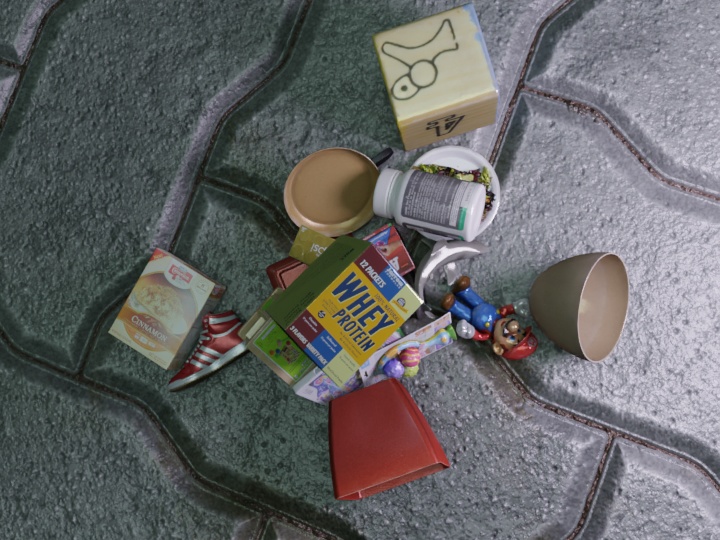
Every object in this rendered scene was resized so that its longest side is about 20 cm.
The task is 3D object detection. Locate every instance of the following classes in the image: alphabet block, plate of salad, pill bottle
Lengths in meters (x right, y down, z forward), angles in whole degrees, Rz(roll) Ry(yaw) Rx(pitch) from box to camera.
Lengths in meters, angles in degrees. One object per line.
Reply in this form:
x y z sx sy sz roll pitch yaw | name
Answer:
0.149 -0.370 1.486 0.198 0.196 0.197 -15 80 7 | alphabet block
0.181 -0.156 1.532 0.198 0.048 0.202 -1 83 8 | plate of salad
0.131 -0.131 1.464 0.198 0.113 0.114 15 86 17 | pill bottle

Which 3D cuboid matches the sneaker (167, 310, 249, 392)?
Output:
-0.324 0.159 1.559 0.199 0.071 0.113 -31 84 -4 | sneaker

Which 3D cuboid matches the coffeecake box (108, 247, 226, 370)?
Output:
-0.399 0.081 1.579 0.153 0.073 0.201 29 88 11 | coffeecake box

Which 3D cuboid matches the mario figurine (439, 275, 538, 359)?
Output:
0.256 0.089 1.462 0.199 0.106 0.124 36 102 14 | mario figurine

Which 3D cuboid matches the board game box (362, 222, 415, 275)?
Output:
0.000 0.000 1.501 0.199 0.019 0.104 -31 75 12 | board game box

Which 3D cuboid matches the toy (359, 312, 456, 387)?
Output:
0.096 0.166 1.438 0.199 0.116 0.047 -30 56 -11 | toy

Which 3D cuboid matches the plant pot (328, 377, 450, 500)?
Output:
0.040 0.314 1.435 0.198 0.200 0.178 -20 71 6 | plant pot

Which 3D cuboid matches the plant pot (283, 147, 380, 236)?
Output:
-0.054 -0.157 1.502 0.199 0.201 0.028 -24 37 5 | plant pot

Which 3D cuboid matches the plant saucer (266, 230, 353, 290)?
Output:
-0.075 0.043 1.554 0.199 0.037 0.201 -24 81 6 | plant saucer

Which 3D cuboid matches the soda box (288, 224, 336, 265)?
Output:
-0.036 -0.016 1.471 0.199 0.064 0.068 25 91 21 | soda box

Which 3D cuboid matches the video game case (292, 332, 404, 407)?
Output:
-0.015 0.175 1.410 0.200 0.143 0.018 -41 57 9 | video game case

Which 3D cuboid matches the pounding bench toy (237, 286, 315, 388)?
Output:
-0.119 0.094 1.453 0.124 0.156 0.200 43 84 -16 | pounding bench toy

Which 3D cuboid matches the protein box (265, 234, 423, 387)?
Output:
-0.033 0.060 1.287 0.199 0.200 0.135 -45 105 -7 | protein box

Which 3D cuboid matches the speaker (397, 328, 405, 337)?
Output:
-0.006 0.171 1.504 0.199 0.088 0.089 -32 80 4 | speaker

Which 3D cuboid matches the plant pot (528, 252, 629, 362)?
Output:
0.395 0.060 1.420 0.134 0.199 0.202 9 84 43 | plant pot

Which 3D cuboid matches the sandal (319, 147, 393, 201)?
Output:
-0.009 -0.179 1.552 0.199 0.075 0.045 -33 89 1 | sandal

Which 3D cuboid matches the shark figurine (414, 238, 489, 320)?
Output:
0.145 -0.014 1.456 0.128 0.090 0.215 31 60 17 | shark figurine

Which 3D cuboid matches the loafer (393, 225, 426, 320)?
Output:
0.074 0.011 1.524 0.070 0.073 0.202 -24 75 15 | loafer
